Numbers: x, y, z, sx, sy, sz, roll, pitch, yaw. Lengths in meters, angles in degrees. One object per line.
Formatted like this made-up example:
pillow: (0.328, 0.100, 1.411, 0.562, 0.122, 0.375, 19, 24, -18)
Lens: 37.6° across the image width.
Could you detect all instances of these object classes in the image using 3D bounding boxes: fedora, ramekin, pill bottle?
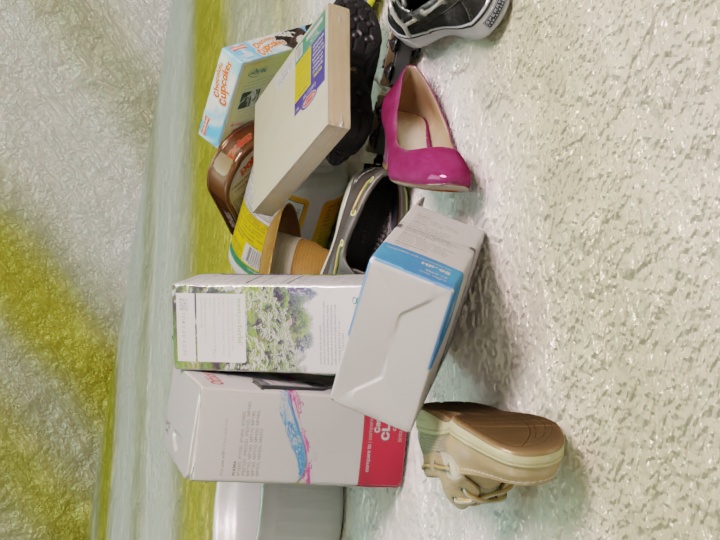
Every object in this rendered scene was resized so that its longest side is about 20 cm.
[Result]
fedora: (-0.053, 0.030, 1.109, 0.201, 0.080, 0.205, 4, -90, -82)
ramekin: (-0.090, 0.258, 1.141, 0.200, 0.096, 0.205, -172, 90, -70)
pill bottle: (-0.078, -0.083, 1.222, 0.114, 0.111, 0.202, -108, 32, -51)

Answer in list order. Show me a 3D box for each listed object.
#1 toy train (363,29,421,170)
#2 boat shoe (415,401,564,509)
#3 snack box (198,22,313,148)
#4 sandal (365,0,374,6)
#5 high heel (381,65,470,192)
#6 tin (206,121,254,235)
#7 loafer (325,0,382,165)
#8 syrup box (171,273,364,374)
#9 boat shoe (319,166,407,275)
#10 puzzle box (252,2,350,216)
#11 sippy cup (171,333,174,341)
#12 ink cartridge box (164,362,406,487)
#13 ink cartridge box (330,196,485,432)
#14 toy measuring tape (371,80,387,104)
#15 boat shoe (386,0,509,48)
toy train: (0.027, -0.150, 1.074, 0.046, 0.033, 0.204, -121, 43, -76)
boat shoe: (0.086, 0.133, 0.740, 0.200, 0.071, 0.066, 175, 96, -75)
snack box: (-0.103, -0.225, 1.264, 0.037, 0.199, 0.117, 37, 127, 19)
sandal: (-0.024, -0.364, 1.226, 0.080, 0.085, 0.203, 121, 149, -44)
high heel: (0.059, -0.126, 0.930, 0.200, 0.066, 0.098, -116, 33, -75)
tin: (-0.122, -0.100, 1.298, 0.112, 0.042, 0.201, -48, -26, -15)
loafer: (-0.018, -0.200, 1.094, 0.071, 0.067, 0.204, 126, 152, -52)
syrup box: (-0.068, 0.047, 0.972, 0.081, 0.196, 0.081, -30, -61, -77)
boat shoe: (0.000, 0.000, 1.027, 0.060, 0.070, 0.206, -176, 96, -74)
puzzle box: (-0.062, -0.155, 1.060, 0.200, 0.025, 0.136, 141, 134, -56)
sippy cup: (-0.134, 0.098, 1.249, 0.178, 0.129, 0.140, 50, 166, 27)
ink cartridge box: (-0.071, 0.142, 0.982, 0.147, 0.196, 0.088, -170, 88, -70)
ink cartridge box: (0.045, 0.024, 0.828, 0.200, 0.066, 0.118, -50, -23, -68)
toy measuring tape: (-0.022, -0.219, 1.181, 0.201, 0.072, 0.075, -117, 40, -59)
boat shoe: (0.058, -0.243, 0.944, 0.075, 0.067, 0.199, -62, 24, 6)
